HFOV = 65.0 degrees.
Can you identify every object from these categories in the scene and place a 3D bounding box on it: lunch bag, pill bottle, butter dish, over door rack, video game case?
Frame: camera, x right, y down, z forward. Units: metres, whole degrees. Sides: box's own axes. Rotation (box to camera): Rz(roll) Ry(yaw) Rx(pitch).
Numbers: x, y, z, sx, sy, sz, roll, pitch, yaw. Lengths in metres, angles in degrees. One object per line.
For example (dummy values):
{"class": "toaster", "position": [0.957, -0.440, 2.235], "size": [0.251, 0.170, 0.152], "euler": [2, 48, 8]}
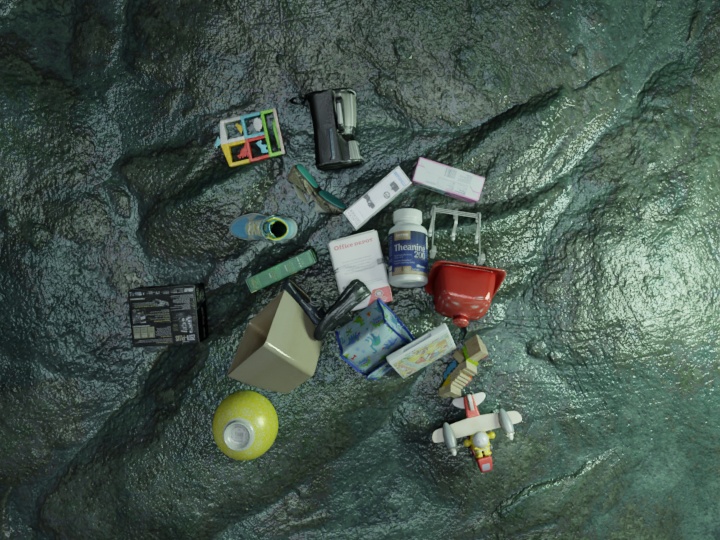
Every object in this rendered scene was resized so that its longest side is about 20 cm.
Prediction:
{"class": "lunch bag", "position": [0.053, 0.209, 1.571], "size": [0.169, 0.129, 0.200], "euler": [-35, 128, 14]}
{"class": "pill bottle", "position": [0.131, -0.062, 1.560], "size": [0.108, 0.111, 0.205], "euler": [0, 77, 2]}
{"class": "butter dish", "position": [0.274, 0.079, 1.518], "size": [0.195, 0.201, 0.151], "euler": [9, 61, 1]}
{"class": "over door rack", "position": [0.258, -0.090, 1.545], "size": [0.144, 0.202, 0.067], "euler": [8, 135, 0]}
{"class": "video game case", "position": [0.171, 0.225, 1.552], "size": [0.180, 0.200, 0.023], "euler": [-30, 63, 3]}

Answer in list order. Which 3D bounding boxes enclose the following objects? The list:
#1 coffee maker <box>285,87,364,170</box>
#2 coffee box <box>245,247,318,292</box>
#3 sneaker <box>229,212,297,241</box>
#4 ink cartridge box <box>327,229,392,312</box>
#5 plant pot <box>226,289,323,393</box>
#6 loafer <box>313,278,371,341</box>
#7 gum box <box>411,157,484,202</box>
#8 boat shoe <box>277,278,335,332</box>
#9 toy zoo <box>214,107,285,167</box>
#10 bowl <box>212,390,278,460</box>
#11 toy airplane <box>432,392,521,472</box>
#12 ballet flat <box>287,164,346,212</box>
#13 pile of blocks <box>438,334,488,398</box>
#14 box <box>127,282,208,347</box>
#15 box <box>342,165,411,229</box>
{"class": "coffee maker", "position": [-0.092, -0.384, 1.567], "size": [0.188, 0.134, 0.205], "euler": [-4, 92, 26]}
{"class": "coffee box", "position": [-0.217, -0.003, 1.585], "size": [0.197, 0.123, 0.045], "euler": [-25, 95, 2]}
{"class": "sneaker", "position": [-0.281, -0.122, 1.574], "size": [0.195, 0.131, 0.082], "euler": [-2, 95, 3]}
{"class": "ink cartridge box", "position": [0.000, 0.000, 1.594], "size": [0.144, 0.083, 0.205], "euler": [-13, 93, 2]}
{"class": "plant pot", "position": [-0.217, 0.216, 1.542], "size": [0.176, 0.202, 0.199], "euler": [37, 128, -19]}
{"class": "loafer", "position": [-0.050, 0.116, 1.527], "size": [0.070, 0.068, 0.201], "euler": [40, 90, 6]}
{"class": "gum box", "position": [0.242, -0.245, 1.556], "size": [0.196, 0.114, 0.068], "euler": [18, 94, 1]}
{"class": "boat shoe", "position": [-0.144, 0.100, 1.613], "size": [0.199, 0.075, 0.062], "euler": [38, 105, 9]}
{"class": "toy zoo", "position": [-0.322, -0.376, 1.616], "size": [0.196, 0.020, 0.134], "euler": [-13, 93, 3]}
{"class": "bowl", "position": [-0.341, 0.459, 1.621], "size": [0.195, 0.108, 0.205], "euler": [0, 94, 1]}
{"class": "toy airplane", "position": [0.327, 0.444, 1.579], "size": [0.197, 0.141, 0.202], "euler": [32, 94, 1]}
{"class": "ballet flat", "position": [-0.129, -0.214, 1.604], "size": [0.199, 0.068, 0.076], "euler": [42, 116, 5]}
{"class": "pile of blocks", "position": [0.297, 0.281, 1.616], "size": [0.062, 0.082, 0.202], "euler": [30, 100, -30]}
{"class": "box", "position": [-0.549, 0.126, 1.620], "size": [0.195, 0.086, 0.168], "euler": [-5, 93, 3]}
{"class": "box", "position": [0.046, -0.197, 1.566], "size": [0.199, 0.117, 0.060], "euler": [-40, 91, 5]}
